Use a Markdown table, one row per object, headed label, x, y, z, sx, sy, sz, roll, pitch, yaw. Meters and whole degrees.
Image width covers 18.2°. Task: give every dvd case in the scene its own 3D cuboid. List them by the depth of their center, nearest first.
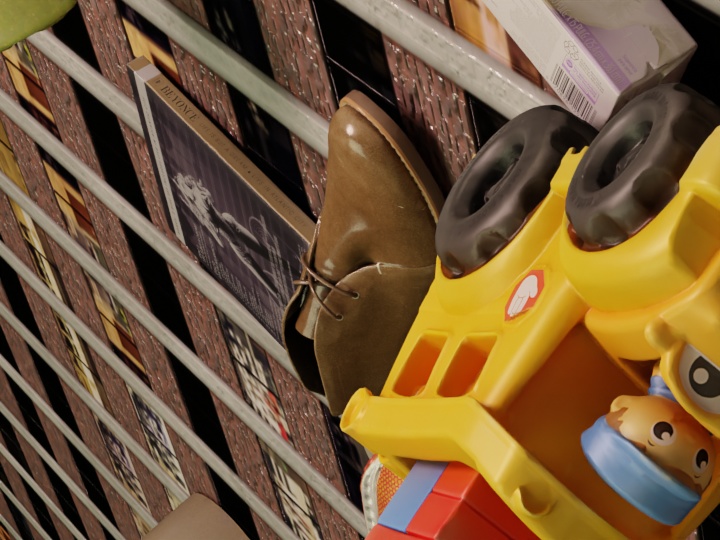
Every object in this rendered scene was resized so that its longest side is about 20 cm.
| label | x | y | z | sx | sy | sz | roll | pitch | yaw |
| --- | --- | --- | --- | --- | --- | --- | --- | --- | --- |
| dvd case | -0.064 | -0.019 | 1.299 | 0.200 | 0.016 | 0.149 | 44 | 158 | 34 |

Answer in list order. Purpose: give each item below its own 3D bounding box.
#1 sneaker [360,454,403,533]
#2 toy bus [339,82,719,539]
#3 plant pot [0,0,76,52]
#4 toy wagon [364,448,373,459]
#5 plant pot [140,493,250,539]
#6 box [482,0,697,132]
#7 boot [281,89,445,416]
| label | x | y | z | sx | sy | sz | roll | pitch | yaw |
| --- | --- | --- | --- | --- | --- | --- | --- | --- | --- |
| sneaker | 0.049 | 0.158 | 1.098 | 0.077 | 0.073 | 0.200 | 30 | 150 | 34 |
| toy bus | 0.077 | 0.051 | 0.745 | 0.136 | 0.192 | 0.200 | 40 | 164 | -17 |
| plant pot | -0.195 | -0.215 | 1.097 | 0.184 | 0.200 | 0.200 | 52 | 164 | -21 |
| toy wagon | 0.064 | 0.126 | 1.174 | 0.155 | 0.040 | 0.200 | 62 | 160 | -14 |
| plant pot | -0.162 | 0.309 | 1.766 | 0.187 | 0.200 | 0.188 | 48 | 159 | 25 |
| box | 0.044 | -0.137 | 0.813 | 0.200 | 0.039 | 0.041 | 53 | 160 | 15 |
| boot | 0.000 | 0.000 | 1.082 | 0.074 | 0.075 | 0.200 | 46 | 157 | 35 |
